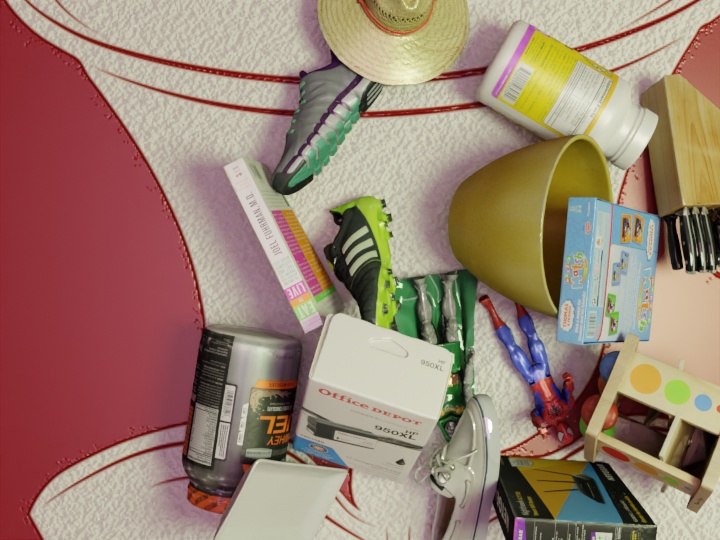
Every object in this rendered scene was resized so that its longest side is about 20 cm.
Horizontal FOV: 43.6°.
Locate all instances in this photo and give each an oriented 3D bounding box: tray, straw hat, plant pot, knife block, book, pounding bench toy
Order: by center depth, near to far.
[{"bbox_3d":[0.184,-0.052,1.021,0.140,0.199,0.203,7,91,36],"label":"plant pot"},{"bbox_3d":[-0.091,0.264,1.027,0.022,0.199,0.108,29,91,32],"label":"tray"},{"bbox_3d":[0.044,-0.324,1.030,0.198,0.085,0.204,2,75,-9],"label":"straw hat"},{"bbox_3d":[0.336,0.182,1.034,0.154,0.200,0.125,23,72,22],"label":"pounding bench toy"},{"bbox_3d":[-0.087,-0.031,1.037,0.048,0.134,0.202,-26,90,5],"label":"book"},{"bbox_3d":[0.376,-0.100,1.049,0.199,0.064,0.176,40,77,-1],"label":"knife block"}]

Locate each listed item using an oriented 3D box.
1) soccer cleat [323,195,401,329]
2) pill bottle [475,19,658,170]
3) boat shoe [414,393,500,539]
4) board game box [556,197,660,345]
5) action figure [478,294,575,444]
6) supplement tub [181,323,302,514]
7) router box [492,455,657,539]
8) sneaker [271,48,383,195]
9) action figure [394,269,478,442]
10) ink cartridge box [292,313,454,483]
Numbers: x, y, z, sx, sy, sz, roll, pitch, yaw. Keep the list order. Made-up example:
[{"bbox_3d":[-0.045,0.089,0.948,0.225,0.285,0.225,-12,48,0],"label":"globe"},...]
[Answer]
[{"bbox_3d":[0.000,0.000,1.037,0.080,0.068,0.202,-13,50,12],"label":"soccer cleat"},{"bbox_3d":[0.240,-0.198,1.048,0.198,0.104,0.105,30,91,0],"label":"pill bottle"},{"bbox_3d":[0.107,0.239,1.048,0.085,0.075,0.205,0,113,-14],"label":"boat shoe"},{"bbox_3d":[0.283,0.004,1.013,0.036,0.199,0.154,5,90,38],"label":"board game box"},{"bbox_3d":[0.208,0.117,1.058,0.065,0.099,0.202,-25,93,2],"label":"action figure"},{"bbox_3d":[-0.139,0.170,1.046,0.121,0.123,0.203,9,91,0],"label":"supplement tub"},{"bbox_3d":[0.228,0.264,1.004,0.147,0.200,0.052,3,96,0],"label":"router box"},{"bbox_3d":[-0.057,-0.182,1.069,0.087,0.075,0.201,35,74,10],"label":"sneaker"},{"bbox_3d":[0.099,0.106,1.080,0.116,0.055,0.203,-8,95,-2],"label":"action figure"},{"bbox_3d":[0.008,0.147,1.002,0.143,0.201,0.085,17,57,1],"label":"ink cartridge box"}]
